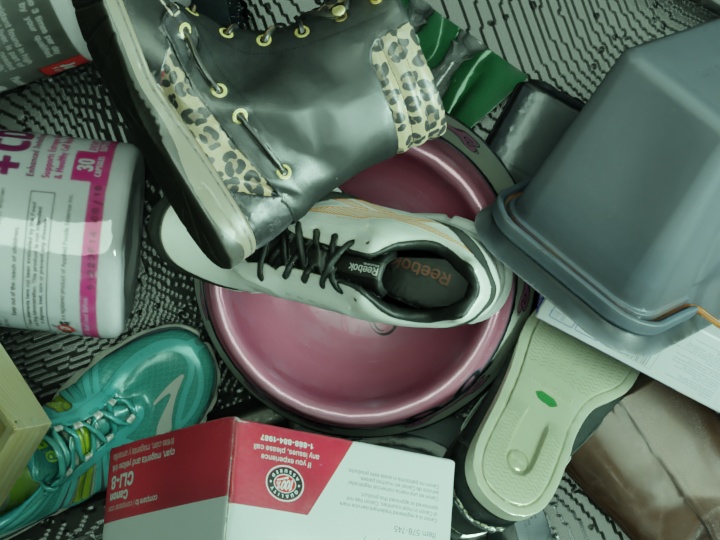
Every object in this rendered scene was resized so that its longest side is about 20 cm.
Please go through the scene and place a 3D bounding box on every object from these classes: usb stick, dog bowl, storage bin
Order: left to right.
[{"bbox_3d":[0.000,0.000,1.631,0.199,0.074,0.201,0,95,4],"label":"dog bowl"},{"bbox_3d":[0.071,-0.018,1.691,0.055,0.033,0.200,29,90,-17],"label":"usb stick"},{"bbox_3d":[0.182,-0.052,1.580,0.145,0.200,0.134,41,121,18],"label":"storage bin"}]

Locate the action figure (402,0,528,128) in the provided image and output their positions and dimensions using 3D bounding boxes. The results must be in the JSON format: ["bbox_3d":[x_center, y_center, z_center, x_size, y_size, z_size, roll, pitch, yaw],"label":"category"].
[{"bbox_3d":[-0.006,-0.065,1.689,0.118,0.055,0.200,34,94,-1],"label":"action figure"}]

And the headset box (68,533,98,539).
[{"bbox_3d":[-0.148,0.253,1.663,0.148,0.075,0.201,-16,88,9],"label":"headset box"}]

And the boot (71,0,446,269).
[{"bbox_3d":[-0.057,-0.119,1.525,0.150,0.073,0.200,-27,88,-15],"label":"boot"}]

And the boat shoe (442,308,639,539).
[{"bbox_3d":[0.101,0.075,1.643,0.072,0.068,0.200,40,50,-2],"label":"boat shoe"}]

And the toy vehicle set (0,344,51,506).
[{"bbox_3d":[-0.252,0.106,1.622,0.124,0.026,0.200,54,129,26],"label":"toy vehicle set"}]

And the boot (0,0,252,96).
[{"bbox_3d":[-0.163,-0.211,1.679,0.168,0.076,0.201,-16,95,4],"label":"boot"}]

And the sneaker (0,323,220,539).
[{"bbox_3d":[-0.167,0.103,1.672,0.200,0.080,0.078,-34,88,0],"label":"sneaker"}]

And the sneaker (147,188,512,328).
[{"bbox_3d":[-0.017,-0.013,1.556,0.199,0.080,0.074,9,98,5],"label":"sneaker"}]

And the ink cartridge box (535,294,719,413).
[{"bbox_3d":[0.198,0.035,1.644,0.200,0.094,0.044,28,117,-6],"label":"ink cartridge box"}]

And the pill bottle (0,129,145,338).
[{"bbox_3d":[-0.229,-0.026,1.659,0.199,0.113,0.114,6,89,1],"label":"pill bottle"}]

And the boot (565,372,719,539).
[{"bbox_3d":[0.231,0.117,1.676,0.186,0.064,0.200,-35,84,1],"label":"boot"}]

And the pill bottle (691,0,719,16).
[{"bbox_3d":[0.190,-0.219,1.655,0.200,0.114,0.114,30,89,1],"label":"pill bottle"}]

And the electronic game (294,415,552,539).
[{"bbox_3d":[0.014,0.176,1.685,0.199,0.042,0.201,-1,82,7],"label":"electronic game"}]

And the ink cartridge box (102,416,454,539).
[{"bbox_3d":[-0.051,0.196,1.559,0.145,0.145,0.201,14,72,-32],"label":"ink cartridge box"}]

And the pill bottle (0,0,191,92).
[{"bbox_3d":[-0.201,-0.157,1.596,0.199,0.114,0.114,-18,88,9],"label":"pill bottle"}]
